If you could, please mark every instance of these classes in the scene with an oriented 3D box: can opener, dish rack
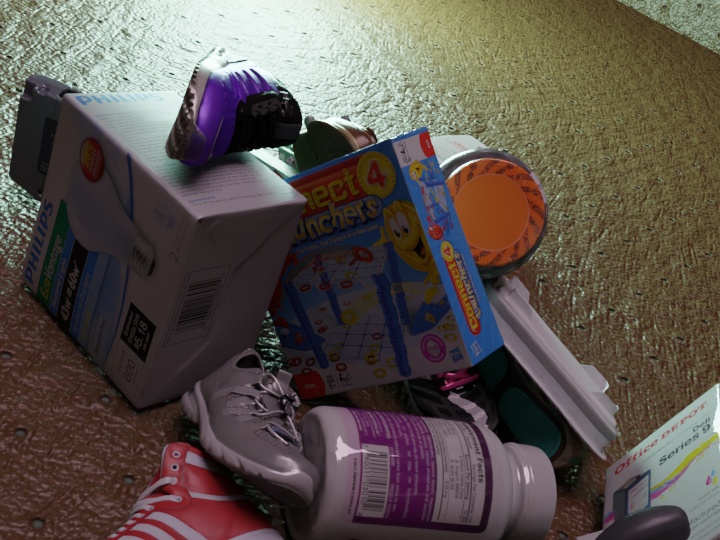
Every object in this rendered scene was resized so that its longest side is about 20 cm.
[{"bbox_3d":[0.143,0.214,0.773,0.199,0.067,0.053,-16,34,4],"label":"can opener"},{"bbox_3d":[0.182,0.080,1.015,0.200,0.044,0.172,49,11,0],"label":"dish rack"}]

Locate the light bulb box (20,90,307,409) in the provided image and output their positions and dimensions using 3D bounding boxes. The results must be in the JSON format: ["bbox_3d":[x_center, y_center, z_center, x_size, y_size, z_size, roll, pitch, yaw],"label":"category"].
[{"bbox_3d":[-0.179,-0.026,0.919,0.200,0.199,0.125,39,32,30],"label":"light bulb box"}]

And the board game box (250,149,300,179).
[{"bbox_3d":[-0.134,-0.066,1.055,0.200,0.135,0.029,33,23,31],"label":"board game box"}]

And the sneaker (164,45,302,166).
[{"bbox_3d":[-0.097,-0.132,0.881,0.099,0.070,0.200,23,26,-8],"label":"sneaker"}]

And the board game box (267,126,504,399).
[{"bbox_3d":[0.000,0.000,0.912,0.056,0.200,0.196,-27,98,-50],"label":"board game box"}]

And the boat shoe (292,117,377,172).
[{"bbox_3d":[-0.013,-0.118,1.015,0.067,0.072,0.200,-19,9,-13],"label":"boat shoe"}]

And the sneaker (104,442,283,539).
[{"bbox_3d":[-0.153,0.183,0.722,0.200,0.071,0.113,0,39,-45],"label":"sneaker"}]

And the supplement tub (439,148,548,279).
[{"bbox_3d":[0.111,-0.054,1.020,0.122,0.123,0.200,19,0,-4],"label":"supplement tub"}]

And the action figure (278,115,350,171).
[{"bbox_3d":[-0.046,-0.101,1.143,0.118,0.055,0.200,-1,40,6],"label":"action figure"}]

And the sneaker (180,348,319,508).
[{"bbox_3d":[-0.080,0.111,0.805,0.075,0.082,0.200,42,-6,-32],"label":"sneaker"}]

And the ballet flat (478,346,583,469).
[{"bbox_3d":[0.152,0.122,1.041,0.067,0.068,0.200,20,29,-44],"label":"ballet flat"}]

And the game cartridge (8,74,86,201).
[{"bbox_3d":[-0.255,-0.098,1.051,0.200,0.133,0.042,26,38,6],"label":"game cartridge"}]

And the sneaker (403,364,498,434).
[{"bbox_3d":[0.075,0.071,0.988,0.074,0.088,0.200,-15,65,-18],"label":"sneaker"}]

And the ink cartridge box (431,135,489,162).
[{"bbox_3d":[0.111,-0.120,1.389,0.200,0.068,0.116,-14,45,-43],"label":"ink cartridge box"}]

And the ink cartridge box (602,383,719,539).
[{"bbox_3d":[0.277,0.209,0.867,0.087,0.145,0.200,41,30,-5],"label":"ink cartridge box"}]

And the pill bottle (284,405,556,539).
[{"bbox_3d":[0.049,0.172,0.830,0.199,0.112,0.112,10,32,-20],"label":"pill bottle"}]
